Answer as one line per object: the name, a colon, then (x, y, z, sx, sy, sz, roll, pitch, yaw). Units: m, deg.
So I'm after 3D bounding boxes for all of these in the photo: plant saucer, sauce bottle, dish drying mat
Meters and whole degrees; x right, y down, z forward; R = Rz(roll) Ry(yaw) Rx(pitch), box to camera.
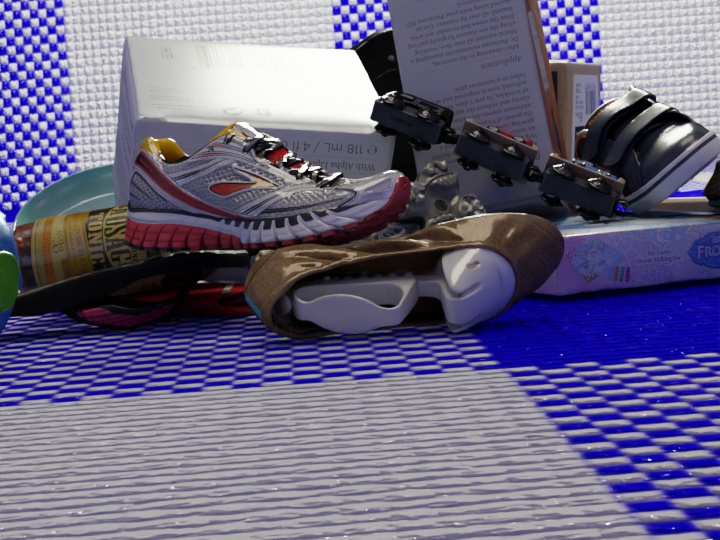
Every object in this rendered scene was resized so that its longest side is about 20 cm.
plant saucer: (-0.187, -0.032, 1.523, 0.197, 0.028, 0.201, -2, 32, 1)
sauce bottle: (-0.148, -0.019, 1.312, 0.198, 0.067, 0.066, -11, 4, 6)
dish drying mat: (-0.143, 0.020, 1.340, 0.199, 0.018, 0.076, 1, 8, 45)

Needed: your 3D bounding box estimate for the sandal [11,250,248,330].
sandal: (-0.169, 0.021, 1.242, 0.198, 0.046, 0.075, -14, 1, -2)

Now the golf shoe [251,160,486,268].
golf shoe: (0.000, 0.000, 1.282, 0.199, 0.079, 0.097, -21, -23, -36)

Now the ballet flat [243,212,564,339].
ballet flat: (0.029, 0.010, 1.099, 0.197, 0.069, 0.073, -4, 25, -3)

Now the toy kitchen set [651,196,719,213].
toy kitchen set: (0.295, -0.113, 1.439, 0.179, 0.203, 0.162, 0, 5, 36)

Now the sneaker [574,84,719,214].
sneaker: (0.207, -0.092, 1.376, 0.078, 0.080, 0.200, -38, 3, -5)

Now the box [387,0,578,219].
box: (0.096, -0.135, 1.435, 0.105, 0.202, 0.152, -11, -7, 10)

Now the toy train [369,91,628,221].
toy train: (0.101, -0.084, 1.328, 0.198, 0.034, 0.046, 23, 25, 11)

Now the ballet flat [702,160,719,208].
ballet flat: (0.288, -0.072, 1.283, 0.070, 0.066, 0.200, -1, 3, -8)

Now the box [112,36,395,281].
box: (-0.090, -0.088, 1.440, 0.196, 0.132, 0.200, 2, 25, -11)

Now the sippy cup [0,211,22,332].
sippy cup: (-0.280, 0.000, 1.101, 0.130, 0.140, 0.178, 7, 34, -50)

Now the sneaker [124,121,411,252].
sneaker: (-0.063, -0.054, 1.163, 0.198, 0.083, 0.078, 0, 2, 22)

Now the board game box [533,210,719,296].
board game box: (0.180, -0.016, 1.335, 0.197, 0.044, 0.200, -7, 5, -23)

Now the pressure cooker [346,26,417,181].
pressure cooker: (0.063, -0.124, 1.703, 0.176, 0.178, 0.200, 3, -3, 14)

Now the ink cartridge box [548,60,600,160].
ink cartridge box: (0.162, -0.100, 1.610, 0.074, 0.167, 0.200, 0, 6, 15)
